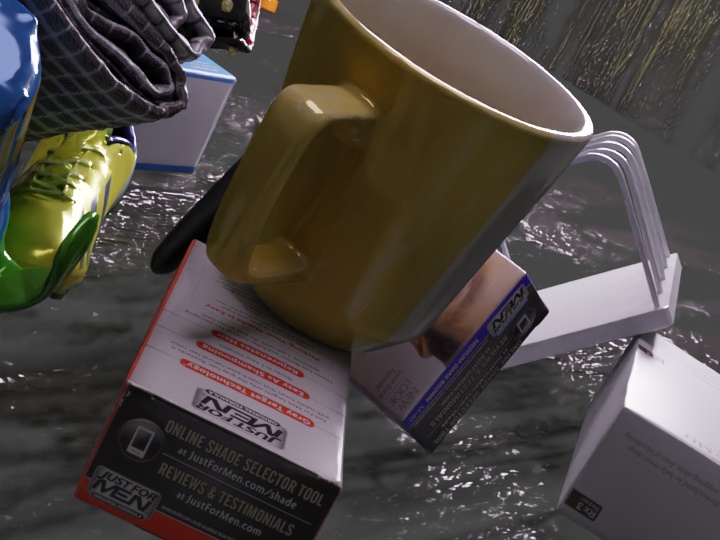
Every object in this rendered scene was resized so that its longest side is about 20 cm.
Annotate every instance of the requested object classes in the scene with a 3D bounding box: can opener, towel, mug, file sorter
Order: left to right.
[{"bbox_3d":[-0.190,-0.143,0.659,0.164,0.086,0.200,-2,-36,38],"label":"towel"},{"bbox_3d":[-0.043,-0.059,0.796,0.078,0.200,0.064,33,21,-53],"label":"can opener"},{"bbox_3d":[-0.002,-0.049,0.679,0.185,0.154,0.150,15,28,-34],"label":"mug"},{"bbox_3d":[0.148,-0.022,1.013,0.200,0.137,0.126,-36,109,-72],"label":"file sorter"}]

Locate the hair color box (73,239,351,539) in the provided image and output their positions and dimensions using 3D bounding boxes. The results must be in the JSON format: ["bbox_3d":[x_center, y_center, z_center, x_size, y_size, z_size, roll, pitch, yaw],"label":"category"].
[{"bbox_3d":[-0.060,0.059,0.656,0.101,0.062,0.200,27,16,-6],"label":"hair color box"}]

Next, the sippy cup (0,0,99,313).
[{"bbox_3d":[-0.200,-0.066,0.593,0.176,0.130,0.141,10,55,-29],"label":"sippy cup"}]

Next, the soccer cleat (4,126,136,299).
[{"bbox_3d":[-0.163,-0.047,0.764,0.064,0.084,0.200,25,17,-9],"label":"soccer cleat"}]

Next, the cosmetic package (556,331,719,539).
[{"bbox_3d":[0.195,0.115,0.864,0.112,0.082,0.200,31,16,4],"label":"cosmetic package"}]

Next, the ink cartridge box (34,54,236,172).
[{"bbox_3d":[-0.214,-0.158,1.010,0.199,0.085,0.145,36,20,27],"label":"ink cartridge box"}]

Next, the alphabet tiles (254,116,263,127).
[{"bbox_3d":[-0.010,-0.085,1.258,0.166,0.008,0.200,21,19,-23],"label":"alphabet tiles"}]

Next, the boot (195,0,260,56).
[{"bbox_3d":[-0.145,-0.154,0.856,0.152,0.074,0.204,5,38,2],"label":"boot"}]

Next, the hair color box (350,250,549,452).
[{"bbox_3d":[0.000,0.000,0.822,0.200,0.110,0.065,38,-6,30],"label":"hair color box"}]

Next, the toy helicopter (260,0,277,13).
[{"bbox_3d":[-0.164,-0.401,1.872,0.131,0.080,0.200,17,7,-4],"label":"toy helicopter"}]
